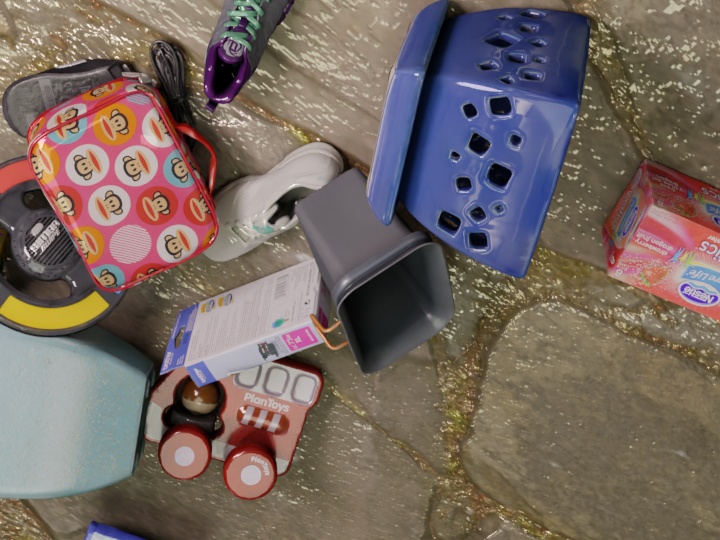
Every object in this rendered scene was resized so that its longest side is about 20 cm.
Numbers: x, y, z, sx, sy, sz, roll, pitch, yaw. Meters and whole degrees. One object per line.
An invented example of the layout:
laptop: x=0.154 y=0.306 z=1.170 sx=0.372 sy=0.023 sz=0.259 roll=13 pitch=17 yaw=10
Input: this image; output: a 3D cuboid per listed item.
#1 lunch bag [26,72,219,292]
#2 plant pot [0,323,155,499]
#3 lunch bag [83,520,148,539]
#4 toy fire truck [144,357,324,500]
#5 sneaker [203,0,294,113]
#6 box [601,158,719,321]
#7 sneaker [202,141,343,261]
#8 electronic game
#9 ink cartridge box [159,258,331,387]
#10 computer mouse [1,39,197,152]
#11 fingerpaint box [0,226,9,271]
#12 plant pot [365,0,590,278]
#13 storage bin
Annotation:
lunch bag: x=-0.234 y=-0.095 z=1.368 sx=0.174 sy=0.082 sz=0.202 roll=-25 pitch=117 yaw=-4
plant pot: x=-0.341 y=0.155 z=1.502 sx=0.197 sy=0.196 sz=0.199 roll=10 pitch=93 yaw=-5
lunch bag: x=-0.303 y=0.418 z=1.757 sx=0.168 sy=0.128 sz=0.201 roll=20 pitch=134 yaw=-8
toy fire truck: x=-0.159 y=0.168 z=1.596 sx=0.197 sy=0.112 sz=0.170 roll=18 pitch=101 yaw=-8
sneaker: x=-0.106 y=-0.250 z=1.300 sx=0.073 sy=0.088 sz=0.202 roll=18 pitch=125 yaw=-7
box: x=0.368 y=-0.021 z=1.408 sx=0.198 sy=0.095 sz=0.103 roll=22 pitch=125 yaw=-10
sneaker: x=-0.106 y=-0.061 z=1.431 sx=0.199 sy=0.089 sz=0.075 roll=-34 pitch=117 yaw=25
electronic game: x=-0.338 y=-0.028 z=1.426 sx=0.198 sy=0.202 sz=0.042 roll=28 pitch=158 yaw=-14
ink cartridge box: x=-0.127 y=0.062 z=1.498 sx=0.197 sy=0.120 sz=0.042 roll=-19 pitch=123 yaw=17
computer mouse: x=-0.270 y=-0.164 z=1.405 sx=0.197 sy=0.046 sz=0.142 roll=-15 pitch=118 yaw=1
fingerpaint box: x=-0.506 y=-0.013 z=1.484 sx=0.197 sy=0.074 sz=0.168 roll=17 pitch=137 yaw=-12
plant pot: x=0.112 y=-0.143 z=1.294 sx=0.177 sy=0.201 sz=0.202 roll=14 pitch=126 yaw=4
storage bin: x=0.000 y=0.000 z=1.389 sx=0.144 sy=0.135 sz=0.201 roll=-32 pitch=152 yaw=-6
